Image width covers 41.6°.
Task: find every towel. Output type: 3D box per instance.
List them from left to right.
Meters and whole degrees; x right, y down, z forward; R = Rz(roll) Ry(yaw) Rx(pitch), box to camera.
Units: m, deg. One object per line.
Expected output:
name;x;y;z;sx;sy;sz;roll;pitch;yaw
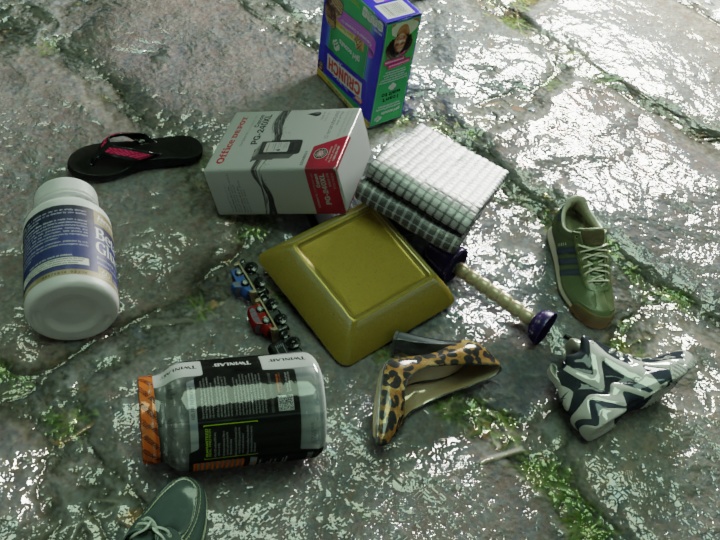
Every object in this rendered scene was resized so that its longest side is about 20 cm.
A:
towel;0.099;-0.116;1.323;0.165;0.086;0.200;30;32;7

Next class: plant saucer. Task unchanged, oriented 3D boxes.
plant saucer;0.000;0.000;1.260;0.200;0.048;0.200;-28;68;-28

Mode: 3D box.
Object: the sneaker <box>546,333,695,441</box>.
sneaker;0.324;0.119;1.213;0.199;0.080;0.130;-27;66;-19

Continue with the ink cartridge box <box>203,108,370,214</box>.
ink cartridge box;-0.102;-0.155;1.341;0.200;0.083;0.145;1;44;18

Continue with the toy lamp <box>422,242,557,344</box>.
toy lamp;0.172;0.022;1.291;0.200;0.058;0.058;34;50;21

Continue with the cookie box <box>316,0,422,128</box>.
cookie box;0.008;-0.361;1.519;0.075;0.200;0.171;-22;54;-26

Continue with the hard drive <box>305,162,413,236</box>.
hard drive;0.017;-0.103;1.395;0.200;0.033;0.140;-10;50;-19

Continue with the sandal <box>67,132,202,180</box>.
sandal;-0.331;-0.179;1.390;0.200;0.045;0.075;-13;51;-21

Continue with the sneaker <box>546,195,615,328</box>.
sneaker;0.316;-0.022;1.337;0.067;0.090;0.200;0;48;-12

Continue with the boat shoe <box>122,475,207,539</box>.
boat shoe;-0.211;0.287;0.966;0.073;0.062;0.200;20;47;8

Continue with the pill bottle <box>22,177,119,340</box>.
pill bottle;-0.366;-0.021;1.190;0.111;0.111;0.200;-5;49;-15

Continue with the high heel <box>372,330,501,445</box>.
high heel;0.093;0.148;1.145;0.142;0.071;0.200;11;37;8

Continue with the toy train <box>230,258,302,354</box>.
toy train;-0.121;0.062;1.216;0.046;0.034;0.200;-24;56;-14

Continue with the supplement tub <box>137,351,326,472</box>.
supplement tub;-0.145;0.158;1.058;0.200;0.123;0.123;-3;48;-15
